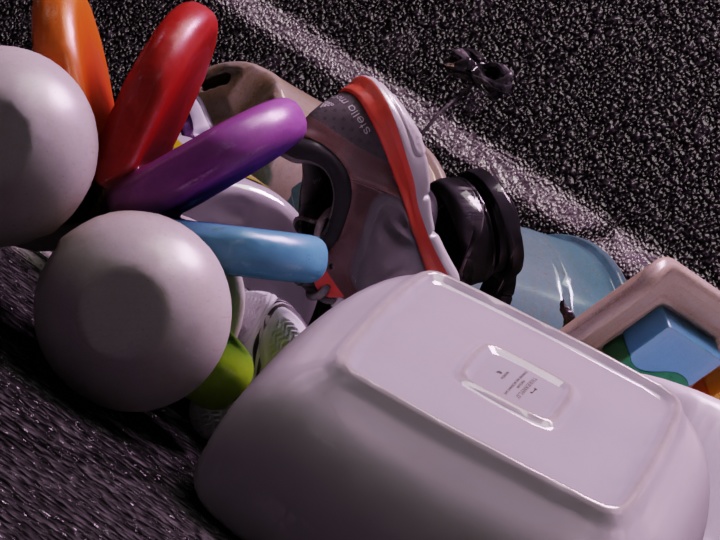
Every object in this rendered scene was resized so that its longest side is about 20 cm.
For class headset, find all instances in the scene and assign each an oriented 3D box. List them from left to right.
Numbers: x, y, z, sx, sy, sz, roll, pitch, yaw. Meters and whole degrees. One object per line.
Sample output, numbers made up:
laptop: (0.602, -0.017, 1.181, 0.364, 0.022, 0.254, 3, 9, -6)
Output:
headset: (0.041, -0.024, 1.221, 0.123, 0.201, 0.094, 6, 14, -27)

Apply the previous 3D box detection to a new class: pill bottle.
pill bottle: (-0.103, -0.016, 1.260, 0.114, 0.115, 0.200, 34, 2, -23)

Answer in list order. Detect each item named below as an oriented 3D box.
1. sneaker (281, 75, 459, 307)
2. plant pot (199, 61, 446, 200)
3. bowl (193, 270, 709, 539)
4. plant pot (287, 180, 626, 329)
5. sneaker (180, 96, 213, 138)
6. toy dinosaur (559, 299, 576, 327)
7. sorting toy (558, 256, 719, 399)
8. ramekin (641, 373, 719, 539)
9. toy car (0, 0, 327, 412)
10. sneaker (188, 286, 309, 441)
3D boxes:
sneaker: (0.000, 0.000, 1.142, 0.077, 0.082, 0.201, 29, -40, 58)
plant pot: (-0.063, -0.056, 1.624, 0.200, 0.201, 0.183, 35, -1, 41)
bowl: (0.050, 0.075, 0.898, 0.199, 0.075, 0.200, 28, 26, 11)
plant pot: (0.034, 0.039, 1.373, 0.196, 0.201, 0.200, 24, 7, -34)
sneaker: (-0.121, -0.036, 1.472, 0.200, 0.087, 0.075, -118, -167, -46)
toy dinosaur: (0.105, 0.074, 1.275, 0.200, 0.088, 0.048, 50, 7, -47)
sorting toy: (0.153, 0.083, 1.238, 0.200, 0.185, 0.037, 27, 34, -44)
ramekin: (0.161, 0.139, 1.140, 0.200, 0.098, 0.201, 28, -21, 11)
toy car: (-0.096, -0.039, 0.966, 0.200, 0.150, 0.175, 51, 1, 0)
sneaker: (-0.034, 0.059, 1.084, 0.115, 0.075, 0.200, 31, 0, -31)
